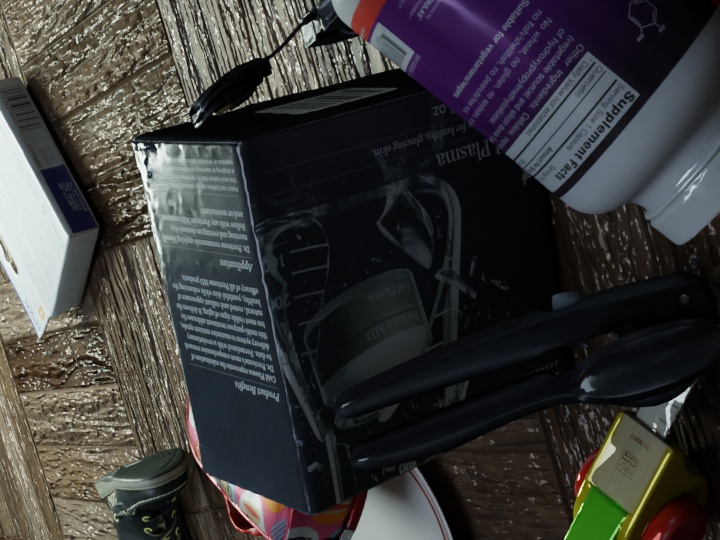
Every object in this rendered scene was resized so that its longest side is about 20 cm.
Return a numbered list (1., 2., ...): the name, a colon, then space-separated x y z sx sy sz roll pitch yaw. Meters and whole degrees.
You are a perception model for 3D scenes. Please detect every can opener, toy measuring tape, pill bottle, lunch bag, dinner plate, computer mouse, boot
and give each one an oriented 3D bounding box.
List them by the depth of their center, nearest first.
1. pill bottle: 0.091 -0.105 0.604 0.199 0.113 0.113 39 142 1
2. can opener: 0.081 0.047 0.650 0.079 0.198 0.064 39 -142 -69
3. toy measuring tape: 0.165 0.091 0.700 0.073 0.073 0.202 38 113 40
4. computer mouse: -0.025 -0.127 0.740 0.034 0.200 0.058 52 143 -9
5. lunch bag: -0.064 0.112 0.974 0.200 0.081 0.178 34 118 56
6. dinner plate: 0.018 0.197 0.990 0.200 0.024 0.202 33 132 44
7. boot: -0.188 0.257 1.288 0.203 0.073 0.155 -26 86 64

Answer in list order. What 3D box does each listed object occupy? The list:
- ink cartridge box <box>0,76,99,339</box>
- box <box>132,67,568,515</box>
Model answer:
1. ink cartridge box: -0.342 -0.061 1.383 0.201 0.040 0.200 58 146 19
2. box: 0.000 0.000 0.752 0.123 0.199 0.199 10 115 53
